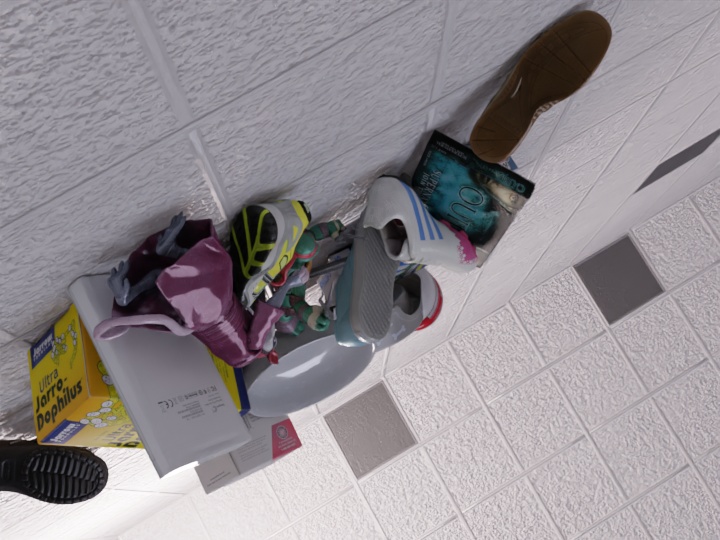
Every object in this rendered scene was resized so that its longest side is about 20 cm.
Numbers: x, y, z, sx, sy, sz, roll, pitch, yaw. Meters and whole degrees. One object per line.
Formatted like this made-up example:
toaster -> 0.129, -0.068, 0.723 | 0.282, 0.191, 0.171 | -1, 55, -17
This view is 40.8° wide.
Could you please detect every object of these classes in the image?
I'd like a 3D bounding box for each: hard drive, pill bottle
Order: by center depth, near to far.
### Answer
hard drive -> -0.194, 0.094, 0.950 | 0.026, 0.202, 0.131 | -35, 168, 25
pill bottle -> 0.078, 0.042, 1.648 | 0.111, 0.113, 0.200 | -32, 168, 6

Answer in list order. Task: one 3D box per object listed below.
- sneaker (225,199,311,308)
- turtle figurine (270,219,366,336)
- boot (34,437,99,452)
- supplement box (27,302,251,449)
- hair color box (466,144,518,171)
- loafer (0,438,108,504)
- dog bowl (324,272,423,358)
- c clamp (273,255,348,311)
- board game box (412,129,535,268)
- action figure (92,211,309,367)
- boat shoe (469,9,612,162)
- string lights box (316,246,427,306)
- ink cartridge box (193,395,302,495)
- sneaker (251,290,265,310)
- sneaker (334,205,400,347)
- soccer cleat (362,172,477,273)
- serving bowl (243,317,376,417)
sneaker -> -0.113, -0.007, 1.056 | 0.076, 0.076, 0.200 | -21, 166, -39
turtle figurine -> -0.067, -0.001, 1.157 | 0.200, 0.099, 0.152 | 128, -17, -63
boot -> -0.388, 0.228, 1.333 | 0.200, 0.073, 0.150 | -41, -178, -28
supplement box -> -0.232, 0.117, 1.024 | 0.198, 0.111, 0.109 | 13, 139, -43
hair color box -> 0.126, -0.100, 1.312 | 0.099, 0.061, 0.200 | -26, 167, -23
loafer -> -0.410, 0.236, 1.195 | 0.197, 0.074, 0.071 | 12, -173, -17
dog bowl -> 0.006, 0.069, 1.465 | 0.197, 0.060, 0.200 | -17, -163, 5
c clamp -> -0.034, 0.010, 1.311 | 0.197, 0.027, 0.172 | -23, 136, 0
board game box -> 0.121, -0.081, 1.187 | 0.028, 0.134, 0.201 | -61, 177, -25
action figure -> -0.137, 0.043, 0.933 | 0.132, 0.151, 0.200 | -15, 134, 30
boat shoe -> 0.195, -0.208, 1.064 | 0.201, 0.072, 0.072 | -51, -170, 31
string lights box -> 0.040, -0.019, 1.429 | 0.198, 0.060, 0.103 | -26, 168, -21
ink cartridge box -> -0.189, 0.191, 1.367 | 0.082, 0.202, 0.146 | -33, 169, 33
sneaker -> -0.172, 0.093, 1.246 | 0.202, 0.075, 0.091 | -63, 175, 19
sneaker -> 0.000, 0.000, 1.195 | 0.074, 0.203, 0.081 | 33, 144, -31
soccer cleat -> 0.069, -0.035, 1.178 | 0.069, 0.087, 0.200 | 0, 149, 44
serving bowl -> -0.079, 0.119, 1.323 | 0.197, 0.066, 0.201 | -22, 151, -13
